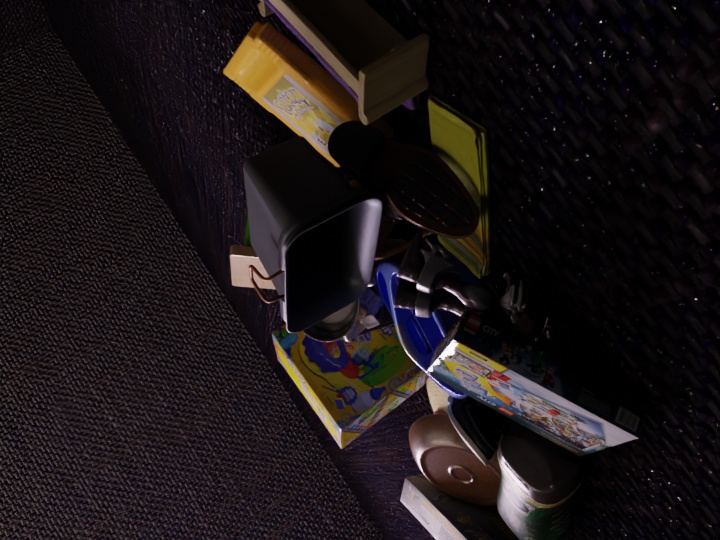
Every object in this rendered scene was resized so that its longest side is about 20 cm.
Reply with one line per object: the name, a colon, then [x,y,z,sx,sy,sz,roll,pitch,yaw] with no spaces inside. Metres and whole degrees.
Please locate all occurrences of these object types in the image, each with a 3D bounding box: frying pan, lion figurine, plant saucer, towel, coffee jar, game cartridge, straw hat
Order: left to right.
game cartridge: [-0.070,-0.208,0.838,0.199,0.033,0.176,35,169,-18]
frying pan: [-0.075,0.012,0.913,0.190,0.031,0.116,42,116,17]
lion figurine: [-0.003,-0.062,0.881,0.199,0.122,0.073,37,154,47]
straw hat: [0.142,0.285,1.136,0.202,0.084,0.202,50,162,23]
towel: [0.105,-0.083,0.729,0.086,0.018,0.202,43,157,38]
plant saucer: [0.159,0.298,1.037,0.197,0.037,0.203,18,136,18]
coffee jar: [0.230,0.278,0.886,0.104,0.085,0.202,45,159,37]

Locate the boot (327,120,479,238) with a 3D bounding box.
boot: [0.057,-0.090,0.755,0.199,0.075,0.097,40,180,25]

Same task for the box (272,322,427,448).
box: [-0.015,0.151,1.158,0.201,0.191,0.123,49,161,21]

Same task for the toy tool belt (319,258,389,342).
toy tool belt: [0.000,0.000,0.994,0.124,0.123,0.201,34,-151,-12]

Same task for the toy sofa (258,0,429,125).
toy sofa: [-0.021,-0.238,0.699,0.201,0.082,0.098,50,161,23]

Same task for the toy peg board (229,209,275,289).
toy peg board: [-0.136,-0.036,1.254,0.200,0.195,0.100,121,153,-72]

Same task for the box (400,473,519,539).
box: [0.183,0.397,1.100,0.199,0.156,0.049,34,116,52]

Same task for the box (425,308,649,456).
box: [0.175,0.122,0.712,0.198,0.038,0.137,28,158,4]

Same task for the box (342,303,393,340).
box: [-0.036,0.013,1.083,0.021,0.163,0.201,-47,71,29]

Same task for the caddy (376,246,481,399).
caddy: [0.093,0.065,0.860,0.202,0.104,0.141,61,163,-12]

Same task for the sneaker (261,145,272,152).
sneaker: [-0.129,-0.138,1.207,0.084,0.077,0.201,29,158,27]

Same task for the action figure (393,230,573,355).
action figure: [0.134,0.038,0.725,0.198,0.070,0.131,26,155,13]

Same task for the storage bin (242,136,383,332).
storage bin: [-0.075,-0.042,0.787,0.135,0.144,0.201,51,156,26]

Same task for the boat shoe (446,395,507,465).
boat shoe: [0.157,0.186,0.879,0.075,0.066,0.199,53,-174,3]
